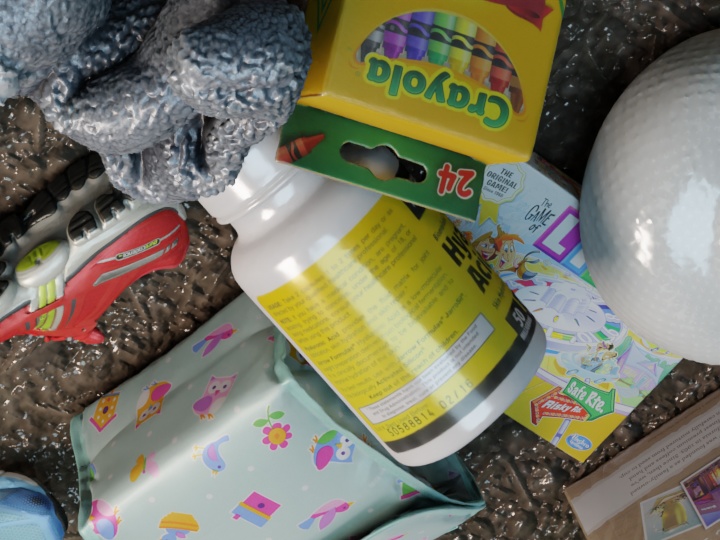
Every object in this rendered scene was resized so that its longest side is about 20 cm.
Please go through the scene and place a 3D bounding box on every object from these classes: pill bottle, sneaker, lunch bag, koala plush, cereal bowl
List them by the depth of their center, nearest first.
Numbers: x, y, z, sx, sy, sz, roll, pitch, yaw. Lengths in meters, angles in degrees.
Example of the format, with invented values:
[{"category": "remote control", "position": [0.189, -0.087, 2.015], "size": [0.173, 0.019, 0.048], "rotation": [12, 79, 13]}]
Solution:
[{"category": "koala plush", "position": [-0.150, -0.126, 1.260], "size": [0.199, 0.178, 0.184], "rotation": [8, 144, -23]}, {"category": "pill bottle", "position": [0.000, 0.000, 1.372], "size": [0.111, 0.111, 0.200], "rotation": [-39, 105, 12]}, {"category": "sneaker", "position": [-0.180, 0.019, 1.402], "size": [0.199, 0.077, 0.085], "rotation": [-32, 130, 7]}, {"category": "cereal bowl", "position": [0.230, -0.035, 1.440], "size": [0.199, 0.083, 0.201], "rotation": [-8, 109, -24]}, {"category": "lunch bag", "position": [-0.045, 0.127, 1.477], "size": [0.170, 0.122, 0.200], "rotation": [-35, 125, 18]}, {"category": "sneaker", "position": [-0.262, 0.188, 1.478], "size": [0.199, 0.090, 0.079], "rotation": [-23, 126, -1]}]

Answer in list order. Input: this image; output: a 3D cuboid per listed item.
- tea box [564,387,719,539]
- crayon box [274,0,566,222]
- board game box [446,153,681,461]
[{"category": "tea box", "position": [0.271, 0.180, 1.595], "size": [0.199, 0.134, 0.197], "rotation": [-33, 126, 7]}, {"category": "crayon box", "position": [0.040, -0.137, 1.311], "size": [0.126, 0.051, 0.201], "rotation": [15, 84, -24]}, {"category": "board game box", "position": [0.103, 0.015, 1.491], "size": [0.199, 0.034, 0.135], "rotation": [32, 109, -30]}]
